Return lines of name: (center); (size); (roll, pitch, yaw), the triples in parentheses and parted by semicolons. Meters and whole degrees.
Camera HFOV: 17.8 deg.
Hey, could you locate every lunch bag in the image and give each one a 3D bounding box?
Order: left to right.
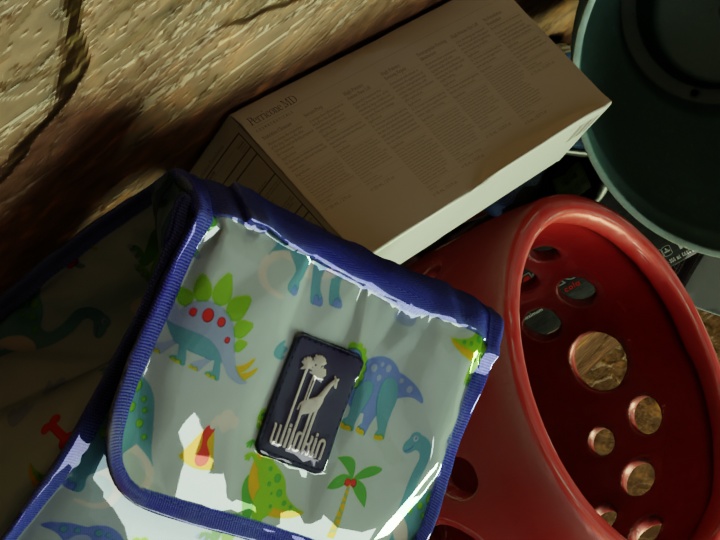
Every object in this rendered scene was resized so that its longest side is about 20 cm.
lunch bag: (-0.061, 0.063, 0.884); (0.170, 0.128, 0.200); (23, 116, -41)

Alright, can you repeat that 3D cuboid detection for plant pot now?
plant pot: (0.066, 0.081, 1.171); (0.182, 0.201, 0.200); (-22, -175, 37)
plant pot: (0.200, -0.122, 1.190); (0.200, 0.200, 0.134); (-45, -164, 13)

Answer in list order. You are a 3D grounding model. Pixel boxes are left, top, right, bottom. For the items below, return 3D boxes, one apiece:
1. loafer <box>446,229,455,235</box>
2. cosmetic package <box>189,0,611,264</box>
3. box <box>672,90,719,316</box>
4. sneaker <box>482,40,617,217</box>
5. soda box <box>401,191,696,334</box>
loafer: (0.103, -0.063, 1.402); (0.200, 0.072, 0.063); (-33, -158, -35)
cosmetic package: (0.020, -0.056, 0.996); (0.200, 0.083, 0.051); (-32, 168, -47)
box: (0.263, -0.093, 1.386); (0.182, 0.104, 0.200); (-95, -153, -55)
sneaker: (0.096, -0.064, 1.245); (0.079, 0.089, 0.200); (-47, 171, 28)
soda box: (0.092, -0.002, 1.295); (0.200, 0.063, 0.071); (-28, -161, 6)
